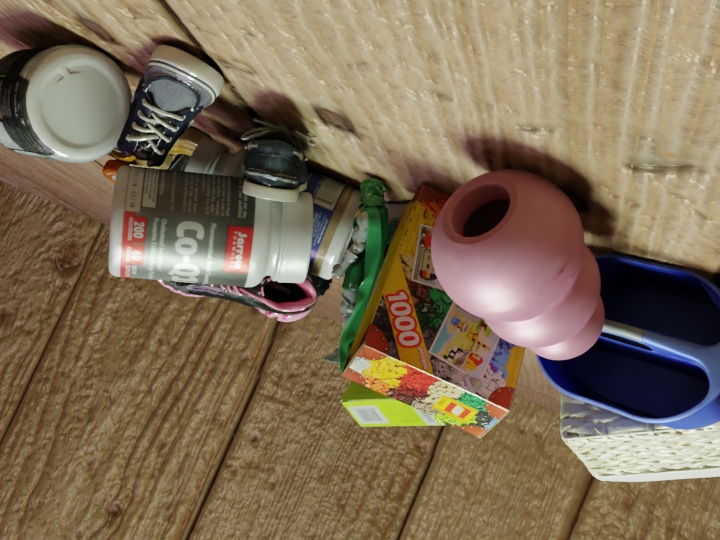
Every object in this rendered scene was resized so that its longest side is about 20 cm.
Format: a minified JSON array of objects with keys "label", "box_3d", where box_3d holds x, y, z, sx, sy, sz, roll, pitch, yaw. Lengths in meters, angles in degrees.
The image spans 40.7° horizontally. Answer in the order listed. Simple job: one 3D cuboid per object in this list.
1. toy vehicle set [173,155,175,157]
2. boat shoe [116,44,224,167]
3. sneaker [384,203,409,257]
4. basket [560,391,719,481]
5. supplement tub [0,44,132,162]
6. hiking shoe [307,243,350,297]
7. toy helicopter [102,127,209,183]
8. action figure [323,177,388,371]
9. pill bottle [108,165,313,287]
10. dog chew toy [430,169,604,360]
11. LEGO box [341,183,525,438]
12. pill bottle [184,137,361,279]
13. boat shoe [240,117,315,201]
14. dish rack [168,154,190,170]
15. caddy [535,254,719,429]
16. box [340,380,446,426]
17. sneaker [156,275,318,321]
[{"label":"toy vehicle set","box_3d":[-0.302,-0.153,1.530,0.124,0.027,0.200,24,172,-1]},{"label":"boat shoe","box_3d":[-0.189,-0.151,0.944,0.074,0.093,0.200,25,173,-13]},{"label":"sneaker","box_3d":[0.037,-0.030,1.133,0.071,0.080,0.200,26,173,-16]},{"label":"basket","box_3d":[0.314,0.130,0.999,0.199,0.136,0.123,-12,145,32]},{"label":"supplement tub","box_3d":[-0.343,-0.184,1.073,0.122,0.123,0.200,29,172,-36]},{"label":"hiking shoe","box_3d":[-0.052,-0.020,1.245,0.086,0.075,0.200,3,-162,33]},{"label":"toy helicopter","box_3d":[-0.274,-0.171,1.237,0.199,0.079,0.132,6,155,33]},{"label":"action figure","box_3d":[0.000,0.000,1.048,0.054,0.201,0.118,11,-173,10]},{"label":"pill bottle","box_3d":[-0.153,-0.042,1.003,0.199,0.114,0.114,5,176,-11]},{"label":"dog chew toy","box_3d":[0.144,0.006,0.818,0.124,0.125,0.200,16,158,45]},{"label":"LEGO box","box_3d":[0.087,0.037,0.947,0.148,0.201,0.077,24,146,-5]},{"label":"pill bottle","box_3d":[-0.103,-0.077,1.124,0.199,0.111,0.111,23,173,1]},{"label":"boat shoe","box_3d":[-0.086,-0.114,0.971,0.075,0.062,0.200,12,-167,-2]},{"label":"dish rack","box_3d":[-0.172,-0.086,1.275,0.153,0.055,0.200,27,-165,-29]},{"label":"caddy","box_3d":[0.257,0.064,0.897,0.200,0.142,0.105,16,174,43]},{"label":"box","box_3d":[0.074,0.076,1.040,0.122,0.200,0.048,-10,127,45]},{"label":"sneaker","box_3d":[-0.135,0.006,1.083,0.199,0.079,0.095,15,179,-16]}]
